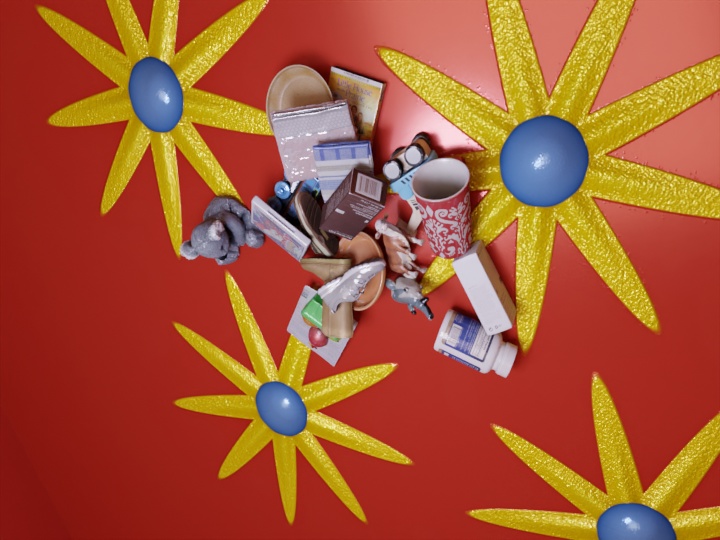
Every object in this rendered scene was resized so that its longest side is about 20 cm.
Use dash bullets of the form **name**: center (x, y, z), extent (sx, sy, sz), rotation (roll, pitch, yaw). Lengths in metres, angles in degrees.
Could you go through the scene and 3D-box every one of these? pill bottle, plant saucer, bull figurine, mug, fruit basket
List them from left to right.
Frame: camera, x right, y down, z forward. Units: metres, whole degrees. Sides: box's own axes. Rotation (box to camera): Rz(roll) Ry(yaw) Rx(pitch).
- **plant saucer**: center (-0.142, -0.393, 1.354), extent (0.193, 0.035, 0.208), rotation (9, 111, 24)
- **fruit basket**: center (-0.112, 0.159, 1.594), extent (0.182, 0.094, 0.203), rotation (34, 134, 8)
- **plant saucer**: center (0.000, 0.000, 1.458), extent (0.196, 0.037, 0.209), rotation (3, 94, 48)
- **bull figurine**: center (0.100, -0.055, 1.368), extent (0.119, 0.066, 0.202), rotation (30, 159, 28)
- **mug**: center (0.213, -0.147, 1.278), extent (0.133, 0.175, 0.203), rotation (43, 163, 41)
- **pill bottle**: center (0.293, 0.189, 1.405), extent (0.195, 0.111, 0.114), rotation (24, 118, 13)

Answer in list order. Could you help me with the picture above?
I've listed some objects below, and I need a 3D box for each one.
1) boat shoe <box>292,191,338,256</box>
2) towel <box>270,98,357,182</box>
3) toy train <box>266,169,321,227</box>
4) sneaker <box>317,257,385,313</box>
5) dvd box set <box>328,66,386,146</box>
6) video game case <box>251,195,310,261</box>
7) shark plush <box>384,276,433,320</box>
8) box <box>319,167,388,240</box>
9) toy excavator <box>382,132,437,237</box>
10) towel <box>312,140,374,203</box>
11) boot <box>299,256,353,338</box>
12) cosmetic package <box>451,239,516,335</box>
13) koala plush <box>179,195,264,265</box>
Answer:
- **boat shoe**: center (-0.132, -0.114, 1.441), extent (0.073, 0.076, 0.206), rotation (-1, 132, 34)
- **towel**: center (-0.102, -0.303, 1.318), extent (0.192, 0.033, 0.194), rotation (-8, 136, 6)
- **toy train**: center (-0.169, -0.202, 1.468), extent (0.113, 0.087, 0.202), rotation (36, 119, -1)
- **sneaker**: center (-0.012, 0.035, 1.386), extent (0.196, 0.075, 0.084), rotation (-31, 92, 24)
- **dvd box set**: center (-0.025, -0.379, 1.365), extent (0.142, 0.029, 0.206), rotation (23, 117, 15)
- **video game case**: center (-0.217, -0.105, 1.472), extent (0.180, 0.023, 0.200), rotation (39, 165, -3)
- **shark plush**: center (0.137, 0.071, 1.409), extent (0.198, 0.089, 0.086), rotation (27, 128, 48)
- **box**: center (-0.021, -0.157, 1.353), extent (0.097, 0.078, 0.199), rotation (17, 155, -18)
- **toy excavator**: center (0.128, -0.194, 1.344), extent (0.191, 0.101, 0.202), rotation (-29, 106, 30)
- **towel**: center (-0.035, -0.236, 1.349), extent (0.141, 0.025, 0.202), rotation (-4, 146, 4)
- **boot**: center (-0.093, 0.069, 1.476), extent (0.170, 0.065, 0.209), rotation (4, 95, 36)
- **cosmetic package**: center (0.304, 0.040, 1.350), extent (0.072, 0.102, 0.205), rotation (-23, 101, 27)
- **koala plush**: center (-0.402, -0.100, 1.538), extent (0.174, 0.200, 0.188), rotation (-24, 100, 29)
